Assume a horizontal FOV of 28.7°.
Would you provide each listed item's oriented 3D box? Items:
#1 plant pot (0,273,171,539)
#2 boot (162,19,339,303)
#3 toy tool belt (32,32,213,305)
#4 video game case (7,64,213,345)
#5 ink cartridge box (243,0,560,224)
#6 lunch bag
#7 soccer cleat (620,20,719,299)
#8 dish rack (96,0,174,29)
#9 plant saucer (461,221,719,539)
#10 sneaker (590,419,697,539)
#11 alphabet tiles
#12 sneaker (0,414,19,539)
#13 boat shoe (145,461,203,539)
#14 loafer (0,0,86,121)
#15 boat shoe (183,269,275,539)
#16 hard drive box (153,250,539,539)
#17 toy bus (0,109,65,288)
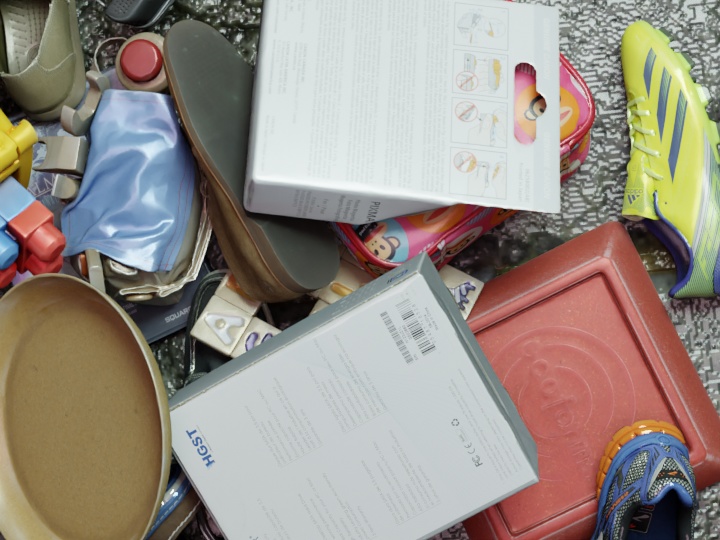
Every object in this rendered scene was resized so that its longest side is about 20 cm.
[{"bbox_3d":[-0.189,0.102,0.924,0.199,0.027,0.202,4,96,38],"label":"plant pot"},{"bbox_3d":[-0.091,-0.069,0.955,0.075,0.073,0.201,-22,93,49],"label":"boot"},{"bbox_3d":[-0.161,-0.075,0.980,0.124,0.123,0.202,3,87,7],"label":"toy tool belt"},{"bbox_3d":[-0.202,-0.034,1.054,0.142,0.019,0.201,-25,85,5],"label":"video game case"},{"bbox_3d":[0.028,-0.109,0.930,0.199,0.057,0.164,8,66,-10],"label":"ink cartridge box"},{"bbox_3d":[0.047,-0.105,0.990,0.200,0.082,0.176,-37,74,-5],"label":"lunch bag"},{"bbox_3d":[0.214,-0.076,0.985,0.083,0.065,0.201,-21,85,7],"label":"soccer cleat"},{"bbox_3d":[-0.190,-0.282,0.983,0.200,0.055,0.154,40,108,-3],"label":"dish rack"},{"bbox_3d":[0.139,0.094,0.999,0.199,0.037,0.201,-26,85,4],"label":"plant saucer"},{"bbox_3d":[0.183,0.204,0.947,0.075,0.078,0.201,2,107,-4],"label":"sneaker"},{"bbox_3d":[0.000,0.000,1.002,0.166,0.008,0.201,27,72,8],"label":"alphabet tiles"},{"bbox_3d":[-0.212,0.170,1.019,0.115,0.075,0.201,21,97,-5],"label":"sneaker"},{"bbox_3d":[-0.148,0.212,0.989,0.072,0.072,0.200,33,125,-6],"label":"boat shoe"},{"bbox_3d":[-0.249,-0.212,1.037,0.076,0.067,0.201,-19,78,5],"label":"loafer"},{"bbox_3d":[-0.092,0.099,1.005,0.071,0.068,0.202,-1,89,2],"label":"boat shoe"},{"bbox_3d":[-0.007,0.106,0.918,0.199,0.077,0.156,-28,97,10],"label":"hard drive box"},{"bbox_3d":[-0.287,-0.049,0.967,0.192,0.200,0.136,42,59,4],"label":"toy bus"}]
